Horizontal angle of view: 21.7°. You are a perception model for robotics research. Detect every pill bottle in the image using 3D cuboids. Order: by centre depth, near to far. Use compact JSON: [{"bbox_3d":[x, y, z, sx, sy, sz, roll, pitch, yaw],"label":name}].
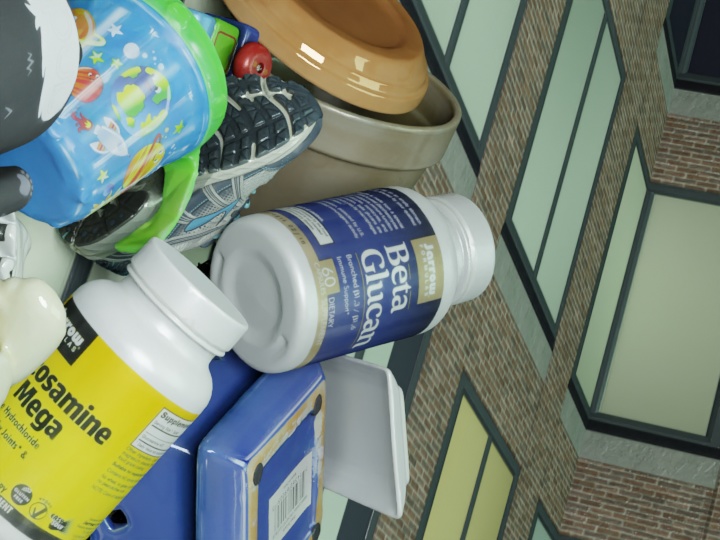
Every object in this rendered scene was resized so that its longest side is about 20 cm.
[{"bbox_3d":[-0.168,0.081,1.192,0.200,0.112,0.112,-48,160,3],"label":"pill bottle"},{"bbox_3d":[0.000,0.000,1.350,0.199,0.111,0.112,-14,117,-39],"label":"pill bottle"}]

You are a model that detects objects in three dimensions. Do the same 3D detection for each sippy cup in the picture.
[{"bbox_3d":[-0.174,-0.101,1.182,0.130,0.178,0.140,-48,-179,-37],"label":"sippy cup"}]

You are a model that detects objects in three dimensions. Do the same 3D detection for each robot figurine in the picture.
[{"bbox_3d":[-0.231,-0.113,1.003,0.126,0.149,0.200,-62,170,24],"label":"robot figurine"}]

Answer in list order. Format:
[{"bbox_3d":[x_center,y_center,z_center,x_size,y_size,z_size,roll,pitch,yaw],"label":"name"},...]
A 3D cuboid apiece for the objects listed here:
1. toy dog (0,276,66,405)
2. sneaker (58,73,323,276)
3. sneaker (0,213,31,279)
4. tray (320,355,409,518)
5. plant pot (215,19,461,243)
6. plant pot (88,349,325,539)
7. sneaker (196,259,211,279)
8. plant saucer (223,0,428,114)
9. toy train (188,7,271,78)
[{"bbox_3d":[-0.282,0.069,0.978,0.194,0.139,0.200,-47,-178,32],"label":"toy dog"},{"bbox_3d":[-0.110,-0.064,1.308,0.086,0.199,0.078,50,15,-54],"label":"sneaker"},{"bbox_3d":[-0.243,0.052,1.150,0.081,0.074,0.202,53,51,-78],"label":"sneaker"},{"bbox_3d":[-0.010,0.111,1.376,0.200,0.022,0.109,-171,-104,-65],"label":"tray"},{"bbox_3d":[-0.038,-0.087,1.522,0.200,0.199,0.175,-39,153,-63],"label":"plant pot"},{"bbox_3d":[-0.131,0.149,1.361,0.200,0.178,0.202,-46,142,-58],"label":"plant pot"},{"bbox_3d":[-0.090,0.016,1.446,0.200,0.091,0.076,-49,-177,13],"label":"sneaker"},{"bbox_3d":[-0.024,-0.202,1.455,0.038,0.200,0.200,-50,174,26],"label":"plant saucer"},{"bbox_3d":[-0.149,-0.095,1.342,0.115,0.084,0.202,18,91,-55],"label":"toy train"}]
